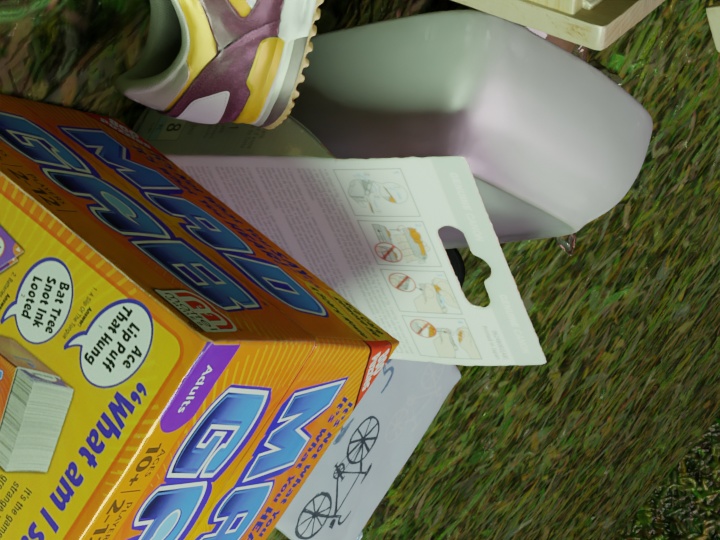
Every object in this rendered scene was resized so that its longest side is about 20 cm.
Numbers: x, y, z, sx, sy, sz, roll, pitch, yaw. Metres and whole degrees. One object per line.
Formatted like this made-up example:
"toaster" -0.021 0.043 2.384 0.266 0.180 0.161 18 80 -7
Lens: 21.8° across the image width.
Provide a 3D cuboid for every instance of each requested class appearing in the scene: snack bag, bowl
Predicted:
"snack bag" -0.007 0.102 1.298 0.189 0.021 0.200 -57 148 -12
"bowl" 0.042 -0.066 1.042 0.200 0.199 0.075 22 69 -49

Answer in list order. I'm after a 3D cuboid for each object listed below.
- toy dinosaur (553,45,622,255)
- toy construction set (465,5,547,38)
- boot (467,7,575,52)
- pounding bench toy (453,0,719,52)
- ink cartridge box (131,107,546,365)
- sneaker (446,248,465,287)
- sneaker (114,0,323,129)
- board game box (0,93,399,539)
"toy dinosaur" 0.153 -0.121 1.430 0.136 0.086 0.200 12 98 -80
"toy construction set" 0.116 -0.217 1.099 0.200 0.131 0.092 -50 160 -8
"boot" 0.076 -0.165 1.196 0.175 0.066 0.200 23 90 -46
"pounding bench toy" 0.132 -0.206 0.905 0.124 0.200 0.156 -38 141 -41
"ink cartridge box" -0.008 -0.020 0.993 0.047 0.200 0.160 -66 146 -36
"sneaker" 0.000 0.000 1.163 0.200 0.076 0.088 -3 162 -38
"sneaker" -0.061 -0.166 0.876 0.090 0.075 0.200 6 103 -23
"board game box" -0.145 0.055 0.867 0.200 0.200 0.200 -56 159 12
